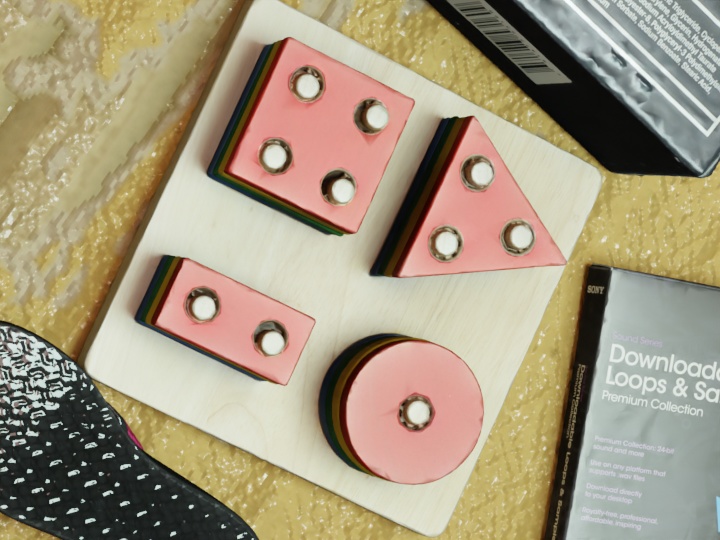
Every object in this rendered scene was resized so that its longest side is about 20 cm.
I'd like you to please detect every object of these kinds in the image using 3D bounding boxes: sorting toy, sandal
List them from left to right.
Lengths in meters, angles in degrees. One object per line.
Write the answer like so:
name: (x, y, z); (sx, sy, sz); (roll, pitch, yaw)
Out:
sandal: (-0.129, 0.096, 1.319); (0.075, 0.045, 0.200); (-49, 118, -4)
sorting toy: (0.000, 0.000, 1.334); (0.198, 0.070, 0.200); (26, 84, -15)

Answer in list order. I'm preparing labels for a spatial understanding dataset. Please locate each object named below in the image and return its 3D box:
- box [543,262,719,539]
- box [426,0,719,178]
box: (0.167, 0.106, 1.403); (0.143, 0.036, 0.201); (10, 88, -17)
box: (0.132, -0.181, 1.340); (0.200, 0.123, 0.198); (42, 81, -15)
